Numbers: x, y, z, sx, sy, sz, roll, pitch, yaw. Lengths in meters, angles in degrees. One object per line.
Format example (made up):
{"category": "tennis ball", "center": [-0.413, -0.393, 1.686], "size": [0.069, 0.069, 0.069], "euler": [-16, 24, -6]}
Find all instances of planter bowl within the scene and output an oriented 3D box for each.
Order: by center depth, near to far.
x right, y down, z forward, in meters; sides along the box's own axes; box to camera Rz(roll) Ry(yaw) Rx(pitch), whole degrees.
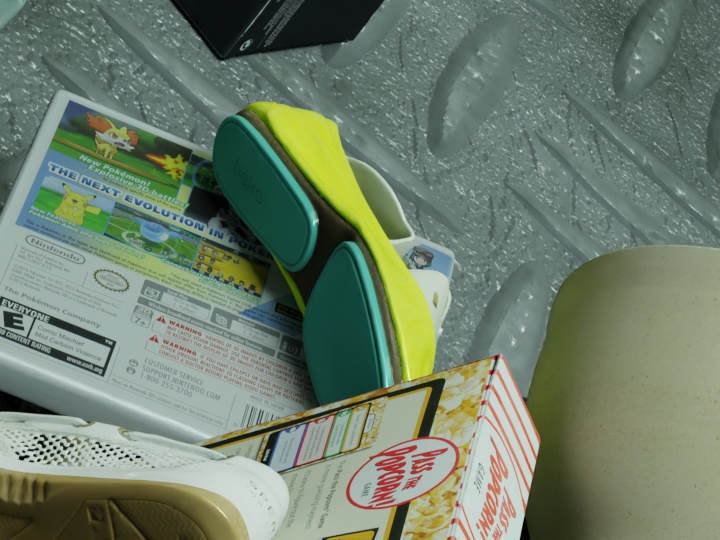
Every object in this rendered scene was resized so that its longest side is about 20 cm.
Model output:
{"category": "planter bowl", "center": [0.147, 0.102, 1.058], "size": [0.200, 0.200, 0.135], "euler": [34, 63, -14]}

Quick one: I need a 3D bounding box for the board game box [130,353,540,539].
{"category": "board game box", "center": [-0.039, 0.112, 0.973], "size": [0.046, 0.199, 0.152], "euler": [64, 22, -23]}

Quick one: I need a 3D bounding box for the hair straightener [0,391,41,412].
{"category": "hair straightener", "center": [-0.162, 0.039, 1.078], "size": [0.077, 0.041, 0.200], "euler": [29, 32, -22]}

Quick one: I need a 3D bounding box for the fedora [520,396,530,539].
{"category": "fedora", "center": [0.066, 0.149, 1.155], "size": [0.200, 0.092, 0.201], "euler": [24, 38, -20]}

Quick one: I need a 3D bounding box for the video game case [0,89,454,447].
{"category": "video game case", "center": [-0.064, 0.015, 1.117], "size": [0.199, 0.022, 0.183], "euler": [22, 38, -6]}

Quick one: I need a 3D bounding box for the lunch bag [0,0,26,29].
{"category": "lunch bag", "center": [-0.221, -0.152, 1.128], "size": [0.122, 0.170, 0.200], "euler": [35, 29, -28]}

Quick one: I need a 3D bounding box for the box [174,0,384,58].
{"category": "box", "center": [-0.080, -0.224, 1.496], "size": [0.200, 0.079, 0.141], "euler": [50, 27, 14]}

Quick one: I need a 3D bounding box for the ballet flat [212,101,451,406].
{"category": "ballet flat", "center": [0.000, 0.000, 1.102], "size": [0.067, 0.067, 0.200], "euler": [1, 43, -32]}

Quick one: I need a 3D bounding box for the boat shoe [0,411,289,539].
{"category": "boat shoe", "center": [-0.120, 0.087, 0.955], "size": [0.199, 0.071, 0.069], "euler": [7, 20, 23]}
